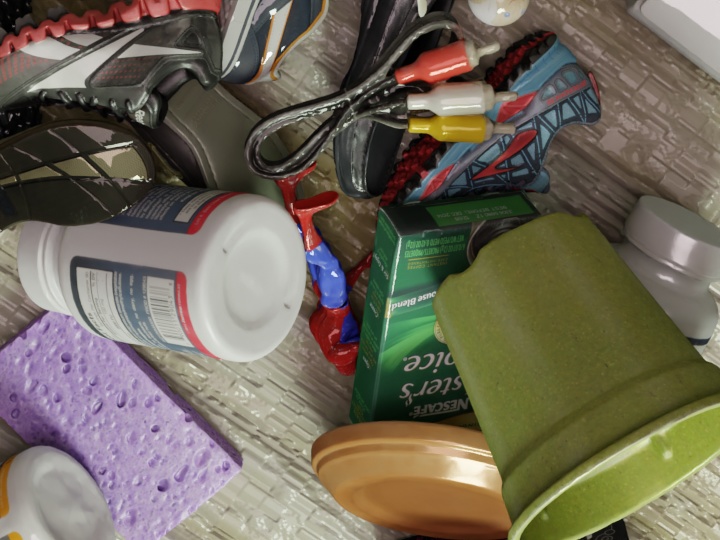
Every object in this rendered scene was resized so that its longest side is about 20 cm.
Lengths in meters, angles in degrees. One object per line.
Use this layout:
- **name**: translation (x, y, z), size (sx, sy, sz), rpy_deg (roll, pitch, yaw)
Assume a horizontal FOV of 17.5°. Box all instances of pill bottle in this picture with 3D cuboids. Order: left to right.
- **pill bottle**: translation (-0.297, 0.226, 1.815), size (0.199, 0.117, 0.117), rpy_deg (-29, 107, 24)
- **pill bottle**: translation (-0.150, -0.004, 1.709), size (0.199, 0.119, 0.120), rpy_deg (8, 114, 38)
- **pill bottle**: translation (0.201, 0.050, 1.767), size (0.110, 0.111, 0.201), rpy_deg (24, 107, -8)

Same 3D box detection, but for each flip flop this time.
- **flip flop**: translation (-0.238, -0.067, 1.688), size (0.199, 0.058, 0.081), rpy_deg (-16, 114, 25)

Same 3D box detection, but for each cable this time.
- **cable**: translation (0.010, -0.121, 1.669), size (0.199, 0.050, 0.098), rpy_deg (-15, 114, -4)

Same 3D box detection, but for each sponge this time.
- **sponge**: translation (-0.199, 0.118, 1.835), size (0.111, 0.030, 0.200), rpy_deg (-40, 104, 13)

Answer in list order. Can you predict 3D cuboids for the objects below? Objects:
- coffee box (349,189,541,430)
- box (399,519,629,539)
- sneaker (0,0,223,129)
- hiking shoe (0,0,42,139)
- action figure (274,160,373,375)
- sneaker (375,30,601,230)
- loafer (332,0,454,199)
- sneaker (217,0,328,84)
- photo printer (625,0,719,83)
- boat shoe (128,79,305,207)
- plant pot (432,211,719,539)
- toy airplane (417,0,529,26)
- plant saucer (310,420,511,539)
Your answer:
- **coffee box**: translation (0.063, 0.038, 1.752), size (0.122, 0.044, 0.201), rpy_deg (-7, 127, -22)
- **box**: translation (0.124, 0.271, 1.839), size (0.199, 0.115, 0.133), rpy_deg (-15, 108, 6)
- **sneaker**: translation (-0.185, -0.139, 1.650), size (0.199, 0.071, 0.098), rpy_deg (-17, 83, 1)
- **hiking shoe**: translation (-0.288, -0.142, 1.736), size (0.086, 0.074, 0.201), rpy_deg (8, 108, 20)
- **action figure**: translation (0.000, 0.000, 1.764), size (0.098, 0.065, 0.201), rpy_deg (-19, 135, -12)
- **sneaker**: translation (0.098, -0.079, 1.742), size (0.200, 0.079, 0.095), rpy_deg (-43, 105, 13)
- **loafer**: translation (0.029, -0.145, 1.719), size (0.070, 0.068, 0.202), rpy_deg (19, 106, 21)
- **sneaker**: translation (-0.060, -0.228, 1.690), size (0.079, 0.078, 0.201), rpy_deg (8, 115, -38)
- **photo printer**: translation (0.319, -0.197, 1.705), size (0.200, 0.070, 0.167), rpy_deg (36, 105, -11)
- **boat shoe**: translation (-0.117, -0.099, 1.748), size (0.072, 0.060, 0.201), rpy_deg (-47, 109, -24)
- **plant pot**: translation (0.149, 0.067, 1.642), size (0.200, 0.200, 0.185), rpy_deg (-33, 70, 11)
- **toy airplane**: translation (0.088, -0.242, 1.631), size (0.199, 0.199, 0.142), rpy_deg (3, 111, 5)
- **plant saucer**: translation (0.059, 0.164, 1.773), size (0.199, 0.200, 0.038), rpy_deg (10, 67, -3)
